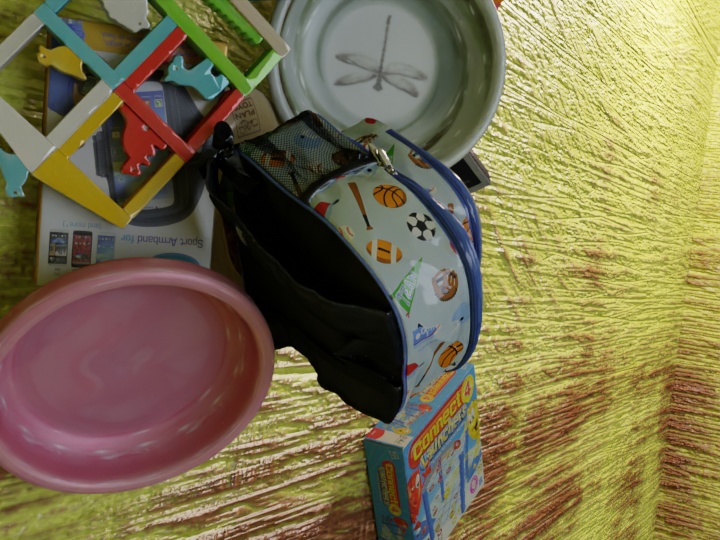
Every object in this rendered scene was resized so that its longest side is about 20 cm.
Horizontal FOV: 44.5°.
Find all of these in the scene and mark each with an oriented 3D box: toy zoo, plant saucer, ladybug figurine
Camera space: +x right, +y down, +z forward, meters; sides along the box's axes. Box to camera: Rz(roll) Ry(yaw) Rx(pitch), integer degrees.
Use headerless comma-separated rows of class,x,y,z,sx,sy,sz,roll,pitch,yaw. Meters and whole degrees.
toy zoo,-0.156,-0.121,0.569,0.131,0.020,0.200,45,79,-22
plant saucer,0.019,-0.171,0.724,0.050,0.199,0.201,-147,-120,-75
ladybug figurine,-0.106,-0.056,0.714,0.136,0.072,0.201,-28,121,-45
plant saucer,-0.160,0.068,0.601,0.199,0.051,0.201,-15,132,-17

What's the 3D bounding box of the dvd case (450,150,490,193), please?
dvd case,0.028,-0.106,0.866,0.200,0.150,0.025,39,32,-54

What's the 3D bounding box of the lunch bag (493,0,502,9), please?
lunch bag,0.033,-0.248,0.793,0.176,0.082,0.201,18,111,-42

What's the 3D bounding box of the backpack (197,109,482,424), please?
backpack,0.000,0.000,0.613,0.154,0.191,0.201,-29,141,-19

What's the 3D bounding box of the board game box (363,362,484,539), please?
board game box,0.088,0.246,1.124,0.200,0.056,0.197,-40,130,-48

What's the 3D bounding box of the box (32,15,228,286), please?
box,-0.159,-0.064,0.608,0.118,0.041,0.201,3,94,-23
